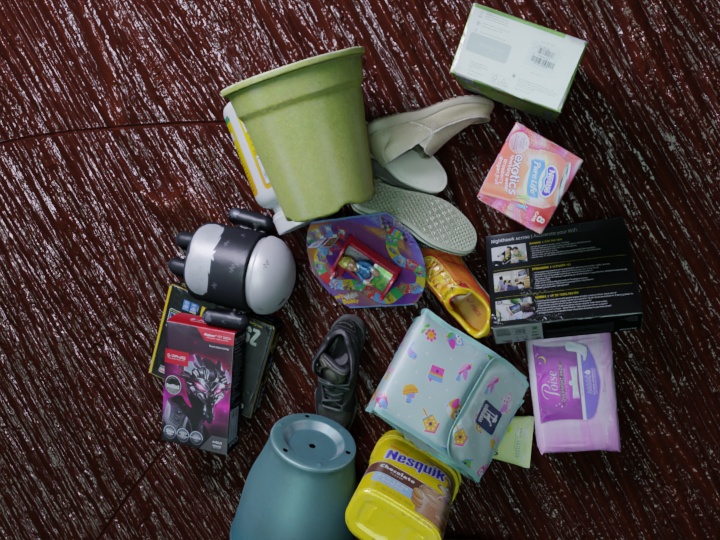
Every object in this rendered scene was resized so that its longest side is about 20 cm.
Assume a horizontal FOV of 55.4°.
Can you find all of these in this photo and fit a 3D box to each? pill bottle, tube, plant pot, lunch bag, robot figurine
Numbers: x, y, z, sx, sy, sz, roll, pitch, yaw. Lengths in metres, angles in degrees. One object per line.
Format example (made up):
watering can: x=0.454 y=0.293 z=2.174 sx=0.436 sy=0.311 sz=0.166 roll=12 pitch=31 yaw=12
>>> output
pill bottle: x=-0.122 y=-0.164 z=1.032 sx=0.110 sy=0.113 sz=0.205 roll=-21 pitch=92 yaw=16
tube: x=0.165 y=0.248 z=1.052 sx=0.193 sy=0.053 sz=0.059 roll=7 pitch=134 yaw=10
plant pot: x=-0.086 y=0.333 z=1.035 sx=0.195 sy=0.200 sz=0.193 roll=18 pitch=111 yaw=11
lunch bag: x=0.130 y=0.183 z=0.993 sx=0.197 sy=0.122 sz=0.173 roll=32 pitch=75 yaw=3
plant pot: x=-0.063 y=-0.172 z=0.909 sx=0.195 sy=0.201 sz=0.189 roll=-13 pitch=104 yaw=15
robot figurine: x=-0.196 y=-0.004 z=1.071 sx=0.194 sy=0.125 sz=0.154 roll=12 pitch=118 yaw=12

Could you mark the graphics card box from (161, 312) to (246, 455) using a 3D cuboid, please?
graphics card box: x=-0.252 y=0.181 z=1.099 sx=0.122 sy=0.051 sz=0.207 roll=9 pitch=102 yaw=13

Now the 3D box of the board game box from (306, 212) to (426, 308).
board game box: x=0.000 y=0.000 z=1.015 sx=0.195 sy=0.039 sz=0.161 roll=-4 pitch=122 yaw=32

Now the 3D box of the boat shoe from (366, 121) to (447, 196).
boat shoe: x=0.035 y=-0.163 z=1.020 sx=0.198 sy=0.073 sz=0.061 roll=28 pitch=149 yaw=2

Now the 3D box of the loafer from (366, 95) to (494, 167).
loafer: x=0.099 y=-0.196 z=0.974 sx=0.194 sy=0.076 sz=0.070 roll=-15 pitch=94 yaw=-3

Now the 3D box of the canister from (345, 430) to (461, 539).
canister: x=0.066 y=0.332 z=1.009 sx=0.146 sy=0.200 sz=0.088 roll=29 pitch=105 yaw=8

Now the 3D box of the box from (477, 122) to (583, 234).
box: x=0.222 y=-0.122 z=0.904 sx=0.093 sy=0.200 sz=0.105 roll=31 pitch=104 yaw=8

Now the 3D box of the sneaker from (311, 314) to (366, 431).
sneaker: x=-0.042 y=0.178 z=1.062 sx=0.074 sy=0.114 sz=0.206 roll=15 pitch=103 yaw=13

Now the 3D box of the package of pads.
package of pads: x=0.304 y=0.160 z=0.988 sx=0.117 sy=0.076 sz=0.207 roll=-6 pitch=96 yaw=14

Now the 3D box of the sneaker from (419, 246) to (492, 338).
sneaker: x=0.130 y=0.012 z=1.008 sx=0.200 sy=0.077 sz=0.073 roll=46 pitch=107 yaw=15

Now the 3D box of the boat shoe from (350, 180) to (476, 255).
boat shoe: x=0.076 y=-0.072 z=1.001 sx=0.195 sy=0.063 sz=0.076 roll=20 pitch=66 yaw=8

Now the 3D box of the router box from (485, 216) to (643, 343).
router box: x=0.275 y=0.014 z=0.947 sx=0.194 sy=0.051 sz=0.153 roll=-7 pitch=57 yaw=15

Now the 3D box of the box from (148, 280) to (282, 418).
box: x=-0.240 y=0.129 z=1.139 sx=0.195 sy=0.049 sz=0.164 roll=21 pitch=101 yaw=11

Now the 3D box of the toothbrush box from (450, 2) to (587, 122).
toothbrush box: x=0.203 y=-0.262 z=0.889 sx=0.142 sy=0.200 sz=0.088 roll=23 pitch=102 yaw=10
